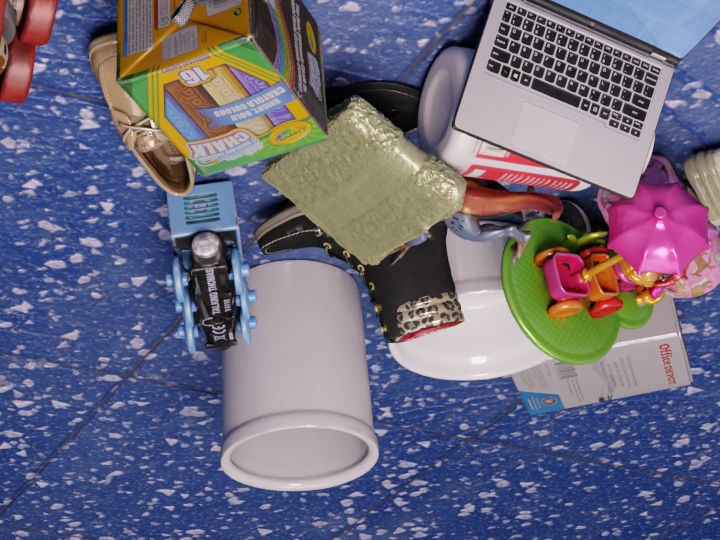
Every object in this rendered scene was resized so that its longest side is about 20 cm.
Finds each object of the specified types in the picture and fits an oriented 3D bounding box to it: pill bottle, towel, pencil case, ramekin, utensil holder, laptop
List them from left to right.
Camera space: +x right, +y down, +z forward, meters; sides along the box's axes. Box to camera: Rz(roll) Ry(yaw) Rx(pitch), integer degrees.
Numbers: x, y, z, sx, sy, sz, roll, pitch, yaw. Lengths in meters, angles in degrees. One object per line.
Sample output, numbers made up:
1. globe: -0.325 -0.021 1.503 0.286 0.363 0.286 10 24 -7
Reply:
1. utensil holder: -0.071 0.114 1.827 0.168 0.202 0.171 -4 150 -2
2. towel: 0.001 -0.080 1.525 0.148 0.037 0.200 38 151 -10
3. ramekin: 0.125 0.031 1.815 0.198 0.099 0.201 -4 149 -2
4. pill bottle: 0.160 -0.133 1.524 0.198 0.113 0.112 7 148 -20
5. laptop: 0.206 -0.184 1.416 0.186 0.202 0.116 20 177 -18
6. pencil case: 0.311 -0.043 1.730 0.082 0.087 0.200 -6 151 28

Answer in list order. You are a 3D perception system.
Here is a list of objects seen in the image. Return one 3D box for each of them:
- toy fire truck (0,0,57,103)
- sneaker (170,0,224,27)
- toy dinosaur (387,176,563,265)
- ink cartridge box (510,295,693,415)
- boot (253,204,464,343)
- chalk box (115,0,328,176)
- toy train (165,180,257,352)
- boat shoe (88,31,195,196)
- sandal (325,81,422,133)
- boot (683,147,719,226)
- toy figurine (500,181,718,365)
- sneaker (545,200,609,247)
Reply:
1. toy fire truck: -0.312 -0.158 1.354 0.111 0.170 0.200 8 148 -21
2. sneaker: -0.146 -0.235 1.272 0.199 0.141 0.077 -27 144 33
3. toy dinosaur: 0.076 -0.083 1.572 0.180 0.106 0.200 22 153 -11
4. ink cartridge box: 0.273 0.088 1.946 0.198 0.087 0.147 -13 150 11
5. boot: 0.000 0.000 1.677 0.201 0.156 0.073 -14 172 12
6. chalk box: -0.105 -0.169 1.410 0.123 0.126 0.200 -14 148 16
7. toy train: -0.151 0.001 1.706 0.086 0.115 0.201 -7 150 -3
8. boat shoe: -0.186 -0.139 1.509 0.070 0.065 0.200 -12 149 12
9. sandal: -0.032 -0.133 1.558 0.198 0.048 0.076 -3 150 -3
10. boot: 0.428 -0.083 1.692 0.154 0.073 0.200 -23 140 28
11. toy figurine: 0.263 -0.012 1.579 0.198 0.152 0.184 2 158 -37
12. sneaker: 0.253 -0.026 1.790 0.082 0.072 0.200 -31 149 -3
